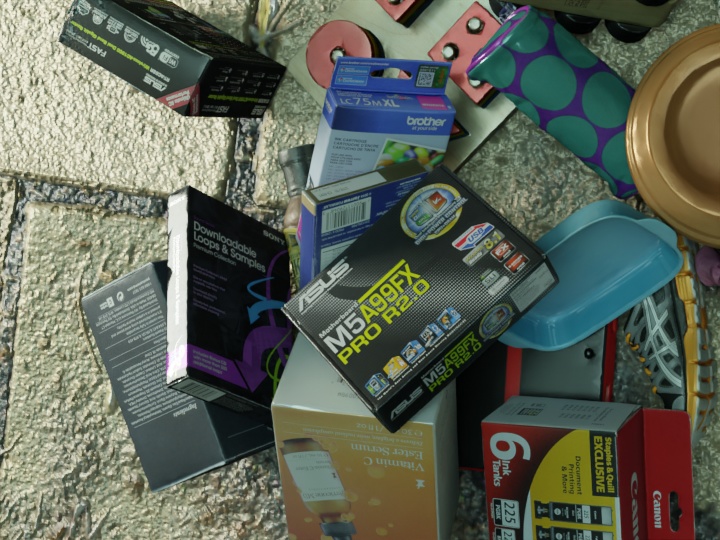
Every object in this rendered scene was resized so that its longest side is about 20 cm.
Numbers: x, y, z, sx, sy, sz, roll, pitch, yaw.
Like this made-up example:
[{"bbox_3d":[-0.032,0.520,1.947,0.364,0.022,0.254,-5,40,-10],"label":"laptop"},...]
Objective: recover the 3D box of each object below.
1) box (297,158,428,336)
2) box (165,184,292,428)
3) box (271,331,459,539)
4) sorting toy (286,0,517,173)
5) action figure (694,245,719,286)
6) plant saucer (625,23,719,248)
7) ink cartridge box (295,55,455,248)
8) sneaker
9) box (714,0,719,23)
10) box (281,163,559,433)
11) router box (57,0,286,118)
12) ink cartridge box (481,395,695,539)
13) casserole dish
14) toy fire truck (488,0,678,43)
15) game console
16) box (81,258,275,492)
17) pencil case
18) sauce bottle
[{"bbox_3d":[0.000,0.000,1.415,0.032,0.120,0.201,45,143,43],"label":"box"},{"bbox_3d":[-0.122,0.034,1.432,0.036,0.143,0.202,-25,55,33],"label":"box"},{"bbox_3d":[0.009,0.171,1.408,0.151,0.107,0.201,4,128,12],"label":"box"},{"bbox_3d":[0.052,-0.201,1.467,0.199,0.070,0.200,-45,79,12],"label":"sorting toy"},{"bbox_3d":[0.356,-0.036,1.336,0.133,0.149,0.202,-3,61,33],"label":"action figure"},{"bbox_3d":[0.326,-0.119,1.301,0.198,0.037,0.202,-2,82,15],"label":"plant saucer"},{"bbox_3d":[0.016,-0.101,1.409,0.118,0.042,0.201,1,123,-18],"label":"ink cartridge box"},{"bbox_3d":[0.283,0.067,1.403,0.077,0.078,0.202,-8,81,22],"label":"sneaker"},{"bbox_3d":[0.357,-0.278,1.379,0.081,0.068,0.202,-13,87,15],"label":"box"},{"bbox_3d":[0.050,0.021,1.329,0.200,0.044,0.160,-41,49,-3],"label":"box"},{"bbox_3d":[-0.178,-0.208,1.463,0.149,0.200,0.062,32,103,14],"label":"router box"},{"bbox_3d":[0.209,0.225,1.379,0.174,0.084,0.202,1,103,28],"label":"ink cartridge box"},{"bbox_3d":[0.197,0.002,1.367,0.200,0.121,0.039,-38,40,33],"label":"casserole dish"},{"bbox_3d":[0.214,-0.337,1.395,0.174,0.129,0.202,9,70,-4],"label":"toy fire truck"},{"bbox_3d":[0.156,0.098,1.463,0.175,0.031,0.202,4,91,22],"label":"game console"},{"bbox_3d":[-0.156,0.092,1.476,0.107,0.148,0.202,-26,83,33],"label":"box"},{"bbox_3d":[0.193,-0.153,1.379,0.199,0.092,0.085,38,60,-12],"label":"pencil case"},{"bbox_3d":[-0.041,-0.023,1.498,0.064,0.065,0.202,-15,85,15],"label":"sauce bottle"}]
